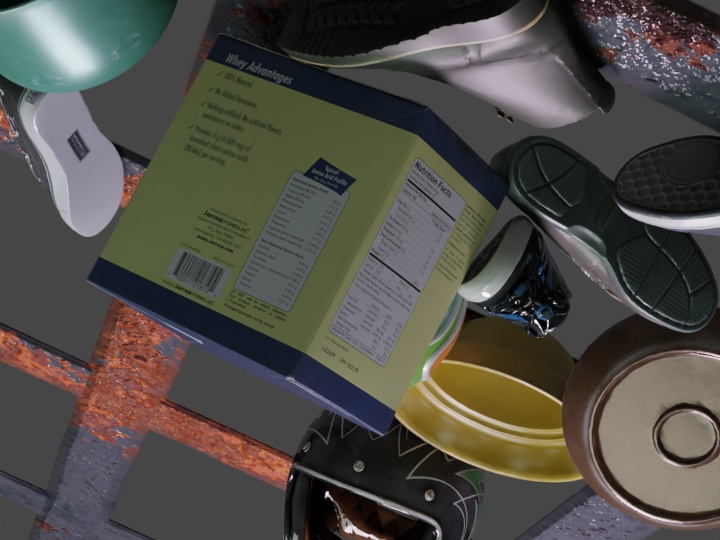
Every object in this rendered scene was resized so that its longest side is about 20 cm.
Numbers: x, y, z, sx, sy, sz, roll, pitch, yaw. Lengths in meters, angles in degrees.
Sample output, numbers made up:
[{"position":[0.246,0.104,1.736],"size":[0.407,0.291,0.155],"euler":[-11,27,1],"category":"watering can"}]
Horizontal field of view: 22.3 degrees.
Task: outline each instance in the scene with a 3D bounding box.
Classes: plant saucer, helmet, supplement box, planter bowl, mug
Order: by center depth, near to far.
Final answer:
[{"position":[-0.197,-0.207,1.216],"size":[0.152,0.185,0.114],"euler":[-15,143,15],"category":"mug"},{"position":[-0.042,-0.027,1.268],"size":[0.200,0.200,0.134],"euler":[23,172,34],"category":"supplement box"},{"position":[0.258,0.124,1.438],"size":[0.200,0.035,0.201],"euler":[4,112,9],"category":"plant saucer"},{"position":[0.124,0.097,1.565],"size":[0.200,0.084,0.201],"euler":[19,153,10],"category":"planter bowl"},{"position":[0.025,0.201,1.710],"size":[0.199,0.200,0.191],"euler":[16,114,13],"category":"helmet"}]

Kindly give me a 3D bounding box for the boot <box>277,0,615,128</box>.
[{"position":[0.057,-0.135,1.213],"size":[0.200,0.078,0.138],"euler":[2,151,37],"category":"boot"}]

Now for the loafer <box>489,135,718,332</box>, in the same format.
[{"position":[0.178,-0.029,1.332],"size":[0.200,0.072,0.063],"euler":[39,169,-16],"category":"loafer"}]

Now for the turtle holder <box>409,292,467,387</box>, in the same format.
[{"position":[0.003,0.006,1.442],"size":[0.186,0.132,0.141],"euler":[51,174,19],"category":"turtle holder"}]

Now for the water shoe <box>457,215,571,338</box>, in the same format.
[{"position":[0.125,0.008,1.345],"size":[0.079,0.072,0.200],"euler":[43,-171,5],"category":"water shoe"}]

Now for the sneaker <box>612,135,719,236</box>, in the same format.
[{"position":[0.281,-0.021,1.237],"size":[0.202,0.077,0.146],"euler":[3,144,32],"category":"sneaker"}]

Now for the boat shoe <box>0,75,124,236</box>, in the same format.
[{"position":[-0.249,-0.104,1.519],"size":[0.057,0.069,0.200],"euler":[32,157,25],"category":"boat shoe"}]
